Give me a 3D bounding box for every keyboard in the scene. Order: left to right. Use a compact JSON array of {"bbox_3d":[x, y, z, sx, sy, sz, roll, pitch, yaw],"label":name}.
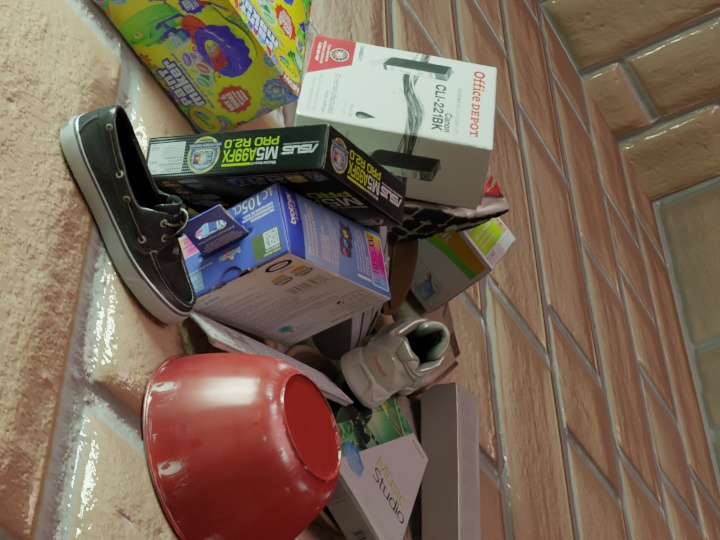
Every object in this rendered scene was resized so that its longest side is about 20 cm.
[{"bbox_3d":[-0.083,0.083,1.257,0.200,0.011,0.056,31,12,-45],"label":"keyboard"}]

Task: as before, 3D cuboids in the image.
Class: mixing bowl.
[{"bbox_3d":[-0.086,0.151,1.141,0.200,0.108,0.201,49,28,-38],"label":"mixing bowl"}]

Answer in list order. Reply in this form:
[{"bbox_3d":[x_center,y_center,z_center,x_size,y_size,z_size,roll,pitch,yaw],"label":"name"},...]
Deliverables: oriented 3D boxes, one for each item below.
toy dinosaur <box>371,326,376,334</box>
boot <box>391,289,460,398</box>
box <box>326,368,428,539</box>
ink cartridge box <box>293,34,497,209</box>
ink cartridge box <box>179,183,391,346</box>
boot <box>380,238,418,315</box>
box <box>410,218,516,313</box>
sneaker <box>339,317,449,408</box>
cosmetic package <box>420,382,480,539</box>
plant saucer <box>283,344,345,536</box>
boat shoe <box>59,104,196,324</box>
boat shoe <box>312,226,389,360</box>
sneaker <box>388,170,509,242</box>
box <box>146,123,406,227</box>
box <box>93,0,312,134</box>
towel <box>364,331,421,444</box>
[{"bbox_3d":[-0.018,0.031,1.495,0.200,0.058,0.102,20,50,-63],"label":"toy dinosaur"},{"bbox_3d":[0.059,0.055,1.558,0.147,0.070,0.200,64,18,-4],"label":"boot"},{"bbox_3d":[0.008,0.191,1.350,0.145,0.036,0.200,61,21,-15],"label":"box"},{"bbox_3d":[0.036,-0.152,1.353,0.145,0.198,0.084,-81,-177,-47],"label":"ink cartridge box"},{"bbox_3d":[-0.082,-0.005,1.241,0.200,0.136,0.077,23,49,-52],"label":"ink cartridge box"},{"bbox_3d":[-0.019,-0.054,1.467,0.074,0.154,0.202,-27,119,-55],"label":"boot"},{"bbox_3d":[0.071,-0.071,1.545,0.200,0.101,0.112,52,29,-3],"label":"box"},{"bbox_3d":[0.059,0.085,1.392,0.078,0.099,0.200,60,23,0],"label":"sneaker"},{"bbox_3d":[0.104,0.238,1.540,0.083,0.050,0.201,40,47,-62],"label":"cosmetic package"},{"bbox_3d":[-0.040,0.174,1.341,0.200,0.029,0.201,52,26,-38],"label":"plant saucer"},{"bbox_3d":[-0.185,-0.051,1.150,0.201,0.066,0.070,65,21,-8],"label":"boat shoe"},{"bbox_3d":[0.000,0.000,1.373,0.066,0.072,0.201,-31,137,-48],"label":"boat shoe"},{"bbox_3d":[0.078,-0.083,1.421,0.199,0.077,0.085,-8,75,-52],"label":"sneaker"},{"bbox_3d":[-0.079,-0.083,1.255,0.160,0.199,0.045,33,60,-57],"label":"box"},{"bbox_3d":[-0.156,-0.281,1.371,0.200,0.121,0.193,52,27,-36],"label":"box"},{"bbox_3d":[0.029,0.150,1.528,0.133,0.034,0.200,65,22,-5],"label":"towel"}]
